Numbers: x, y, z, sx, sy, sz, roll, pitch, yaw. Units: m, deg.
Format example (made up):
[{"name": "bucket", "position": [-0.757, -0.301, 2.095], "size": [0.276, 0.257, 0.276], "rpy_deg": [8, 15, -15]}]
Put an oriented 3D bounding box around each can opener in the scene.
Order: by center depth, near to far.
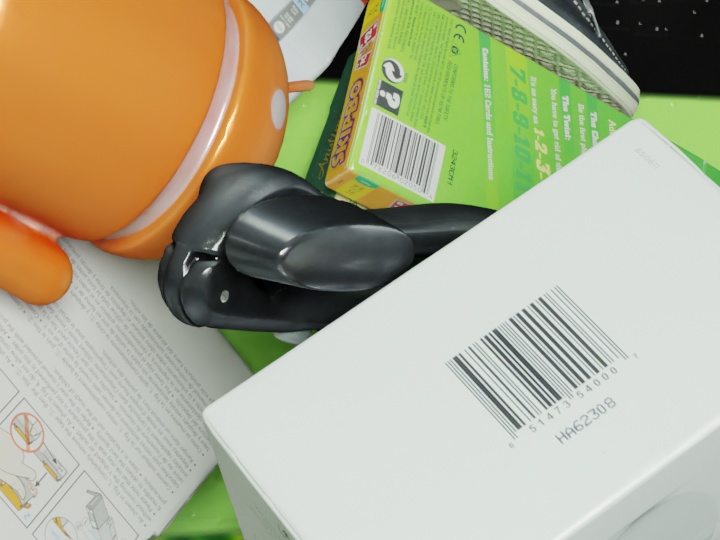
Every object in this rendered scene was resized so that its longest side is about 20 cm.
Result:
[{"name": "can opener", "position": [0.000, 0.000, 0.737], "size": [0.199, 0.078, 0.064], "rpy_deg": [5, 112, -57]}]

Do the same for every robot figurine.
[{"name": "robot figurine", "position": [-0.108, -0.077, 0.724], "size": [0.199, 0.116, 0.145], "rpy_deg": [26, 48, -35]}]

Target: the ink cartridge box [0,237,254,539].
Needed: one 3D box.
[{"name": "ink cartridge box", "position": [-0.147, 0.031, 0.756], "size": [0.200, 0.045, 0.176], "rpy_deg": [53, 45, -14]}]

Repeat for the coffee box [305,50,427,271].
[{"name": "coffee box", "position": [0.064, -0.006, 0.880], "size": [0.199, 0.044, 0.124], "rpy_deg": [34, 58, -21]}]

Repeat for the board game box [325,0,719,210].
[{"name": "board game box", "position": [0.080, -0.040, 0.858], "size": [0.199, 0.030, 0.096], "rpy_deg": [25, 61, -22]}]

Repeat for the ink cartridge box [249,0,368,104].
[{"name": "ink cartridge box", "position": [-0.054, -0.164, 0.845], "size": [0.200, 0.047, 0.160], "rpy_deg": [-46, 107, -19]}]

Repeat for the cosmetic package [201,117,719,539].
[{"name": "cosmetic package", "position": [0.067, 0.087, 0.732], "size": [0.199, 0.123, 0.201], "rpy_deg": [-33, 146, -15]}]

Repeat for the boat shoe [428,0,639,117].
[{"name": "boat shoe", "position": [0.063, -0.131, 0.873], "size": [0.200, 0.074, 0.063], "rpy_deg": [37, 67, -34]}]
